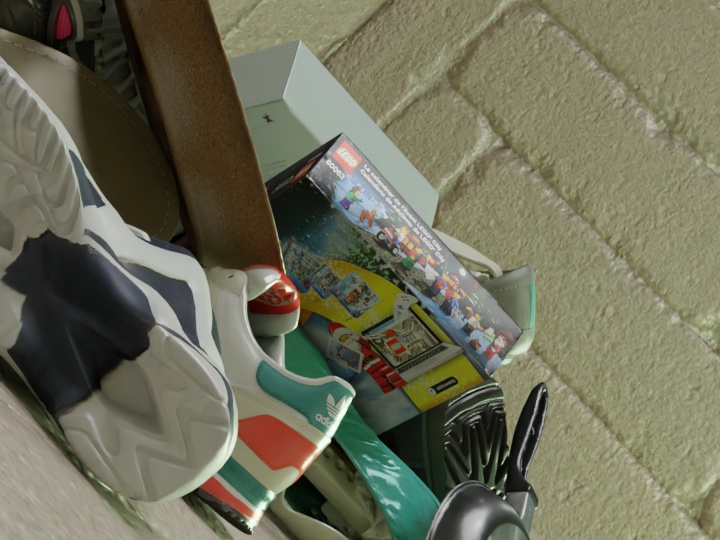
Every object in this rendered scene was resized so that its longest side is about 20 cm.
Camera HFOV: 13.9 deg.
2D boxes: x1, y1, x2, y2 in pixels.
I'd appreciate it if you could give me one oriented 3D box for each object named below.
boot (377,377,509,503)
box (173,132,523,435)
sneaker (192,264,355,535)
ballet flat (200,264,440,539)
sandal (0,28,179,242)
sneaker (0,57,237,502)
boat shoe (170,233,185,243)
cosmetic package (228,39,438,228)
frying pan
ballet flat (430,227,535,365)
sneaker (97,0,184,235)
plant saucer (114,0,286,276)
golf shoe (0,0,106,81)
[{"bbox_3d":[-0.002,0.107,1.627,0.072,0.183,0.199,-11,18,-43],"label":"boot"},{"bbox_3d":[-0.027,0.024,1.512,0.137,0.038,0.200,48,-39,-10],"label":"box"},{"bbox_3d":[-0.076,0.023,1.327,0.200,0.093,0.070,49,2,35],"label":"sneaker"},{"bbox_3d":[-0.035,0.083,1.487,0.200,0.067,0.070,48,40,-13],"label":"ballet flat"},{"bbox_3d":[-0.181,-0.069,1.313,0.211,0.078,0.070,33,-32,-19],"label":"sandal"},{"bbox_3d":[-0.116,-0.002,1.149,0.199,0.079,0.130,48,0,1],"label":"sneaker"},{"bbox_3d":[-0.107,-0.013,1.703,0.200,0.073,0.068,67,0,-52],"label":"boat shoe"},{"bbox_3d":[-0.077,-0.053,1.761,0.151,0.199,0.052,45,46,-39],"label":"cosmetic package"},{"bbox_3d":[0.077,0.149,1.526,0.190,0.031,0.116,-42,127,-53],"label":"frying pan"},{"bbox_3d":[0.000,0.000,1.579,0.199,0.064,0.067,12,16,16],"label":"ballet flat"},{"bbox_3d":[-0.117,-0.092,1.475,0.200,0.075,0.081,60,7,-54],"label":"sneaker"},{"bbox_3d":[-0.080,-0.076,1.368,0.200,0.035,0.201,162,-90,-84],"label":"plant saucer"},{"bbox_3d":[-0.161,-0.079,1.385,0.077,0.088,0.201,-95,-174,-47],"label":"golf shoe"}]
